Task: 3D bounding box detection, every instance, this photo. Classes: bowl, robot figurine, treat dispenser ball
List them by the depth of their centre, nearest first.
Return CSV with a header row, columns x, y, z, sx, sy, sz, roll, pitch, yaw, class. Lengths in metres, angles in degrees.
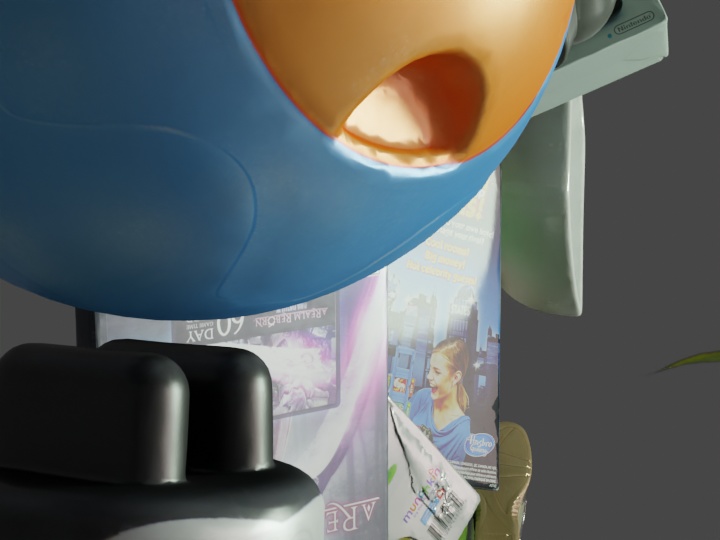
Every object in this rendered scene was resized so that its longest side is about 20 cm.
x,y,z,sx,sy,sz,roll,pitch,yaw,class
-0.044,-0.088,0.397,0.201,0.200,0.201,3,90,-79,treat dispenser ball
-0.075,0.123,0.496,0.125,0.150,0.200,-173,-95,-73,robot figurine
0.120,-0.082,1.127,0.200,0.074,0.200,70,20,-59,bowl

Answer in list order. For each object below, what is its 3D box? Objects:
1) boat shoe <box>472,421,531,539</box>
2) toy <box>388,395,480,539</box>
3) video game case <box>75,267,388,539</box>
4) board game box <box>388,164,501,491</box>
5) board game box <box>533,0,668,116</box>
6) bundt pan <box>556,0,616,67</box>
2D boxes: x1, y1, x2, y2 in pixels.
x,y,z,sx,sy,sz,roll,pitch,yaw,class
0.168,0.285,1.929,0.065,0.072,0.200,97,-3,-67,boat shoe
-0.035,0.092,0.703,0.200,0.047,0.115,47,67,-32,toy
-0.048,0.069,0.648,0.143,0.019,0.200,-8,101,-37,video game case
0.000,0.000,0.798,0.200,0.062,0.200,15,83,-42,board game box
0.079,-0.195,0.957,0.064,0.147,0.200,49,19,-73,board game box
0.055,-0.163,0.851,0.202,0.201,0.076,-77,154,-44,bundt pan
